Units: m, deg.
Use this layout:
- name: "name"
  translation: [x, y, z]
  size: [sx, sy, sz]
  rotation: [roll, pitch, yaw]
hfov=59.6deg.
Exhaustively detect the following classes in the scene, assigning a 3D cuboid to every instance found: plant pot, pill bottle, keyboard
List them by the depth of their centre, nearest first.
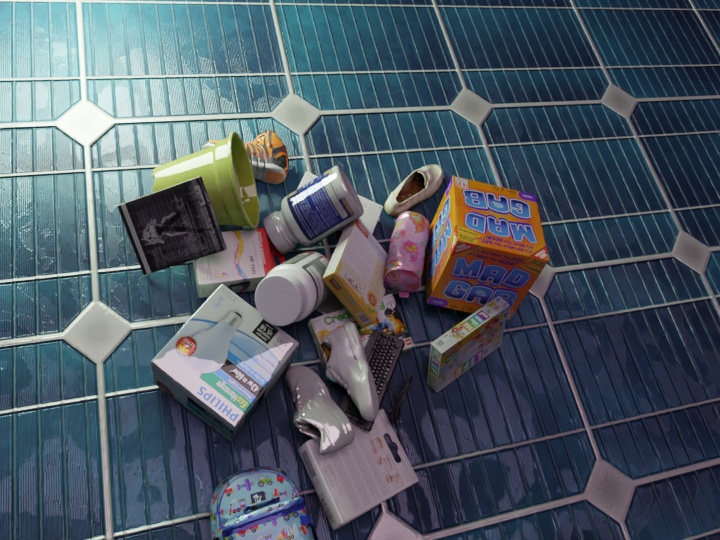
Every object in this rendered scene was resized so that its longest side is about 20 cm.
- name: "pill bottle"
  translation: [-0.127, 0.036, 1.245]
  size: [0.113, 0.115, 0.200]
  rotation: [36, 19, 5]
- name: "keyboard"
  translation: [0.046, 0.227, 1.269]
  size: [0.125, 0.021, 0.202]
  rotation: [26, 64, -3]
- name: "plant pot"
  translation: [-0.326, -0.170, 1.314]
  size: [0.181, 0.201, 0.204]
  rotation: [-11, 65, 3]
- name: "pill bottle"
  translation: [-0.103, -0.123, 1.347]
  size: [0.198, 0.120, 0.121]
  rotation: [-30, 71, 9]

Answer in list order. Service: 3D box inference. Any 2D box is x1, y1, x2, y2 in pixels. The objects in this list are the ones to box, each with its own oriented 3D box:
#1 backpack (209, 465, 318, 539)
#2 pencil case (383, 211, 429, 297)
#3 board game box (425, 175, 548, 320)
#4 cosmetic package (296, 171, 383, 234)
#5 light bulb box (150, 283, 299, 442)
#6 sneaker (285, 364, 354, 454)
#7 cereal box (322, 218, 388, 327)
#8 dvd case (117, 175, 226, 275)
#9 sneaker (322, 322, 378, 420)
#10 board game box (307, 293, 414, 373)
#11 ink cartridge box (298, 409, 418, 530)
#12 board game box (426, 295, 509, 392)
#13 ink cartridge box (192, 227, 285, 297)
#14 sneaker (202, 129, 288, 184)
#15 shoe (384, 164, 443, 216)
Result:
- name: "backpack"
  translation: [-0.170, 0.435, 1.082]
  size: [0.179, 0.135, 0.203]
  rotation: [-7, 63, -18]
- name: "pencil case"
  translation: [0.105, -0.039, 1.395]
  size: [0.086, 0.088, 0.202]
  rotation: [17, 47, -5]
- name: "board game box"
  translation: [0.263, -0.047, 1.369]
  size: [0.196, 0.202, 0.202]
  rotation: [12, 47, -8]
- name: "cosmetic package"
  translation: [-0.054, -0.145, 1.446]
  size: [0.197, 0.051, 0.084]
  rotation: [25, 63, -1]
- name: "light bulb box"
  translation: [-0.255, 0.176, 1.193]
  size: [0.197, 0.125, 0.201]
  rotation: [35, 60, 5]
- name: "sneaker"
  translation: [-0.099, 0.260, 1.188]
  size: [0.087, 0.076, 0.200]
  rotation: [-19, 47, -35]
- name: "cereal box"
  translation: [0.000, 0.000, 1.324]
  size: [0.144, 0.039, 0.201]
  rotation: [51, 34, -23]
- name: "dvd case"
  translation: [-0.376, -0.086, 1.252]
  size: [0.197, 0.016, 0.151]
  rotation: [-15, 101, 17]
- name: "sneaker"
  translation: [-0.024, 0.205, 1.223]
  size: [0.087, 0.076, 0.202]
  rotation: [-20, 55, 2]
- name: "board game box"
  translation: [0.002, 0.137, 1.328]
  size: [0.197, 0.035, 0.128]
  rotation: [-17, 70, -21]
- name: "ink cartridge box"
  translation: [-0.003, 0.377, 1.214]
  size: [0.198, 0.050, 0.163]
  rotation: [-13, 67, -40]
- name: "board game box"
  translation: [0.226, 0.155, 1.320]
  size: [0.198, 0.136, 0.034]
  rotation: [-31, 52, -25]
- name: "ink cartridge box"
  translation: [-0.250, -0.020, 1.324]
  size: [0.196, 0.067, 0.118]
  rotation: [-8, 66, -18]
- name: "sneaker"
  translation: [-0.260, -0.277, 1.453]
  size: [0.197, 0.078, 0.114]
  rotation: [17, 56, -18]
- name: "shoe"
  translation: [0.139, -0.201, 1.521]
  size: [0.070, 0.054, 0.199]
  rotation: [44, 62, 9]
